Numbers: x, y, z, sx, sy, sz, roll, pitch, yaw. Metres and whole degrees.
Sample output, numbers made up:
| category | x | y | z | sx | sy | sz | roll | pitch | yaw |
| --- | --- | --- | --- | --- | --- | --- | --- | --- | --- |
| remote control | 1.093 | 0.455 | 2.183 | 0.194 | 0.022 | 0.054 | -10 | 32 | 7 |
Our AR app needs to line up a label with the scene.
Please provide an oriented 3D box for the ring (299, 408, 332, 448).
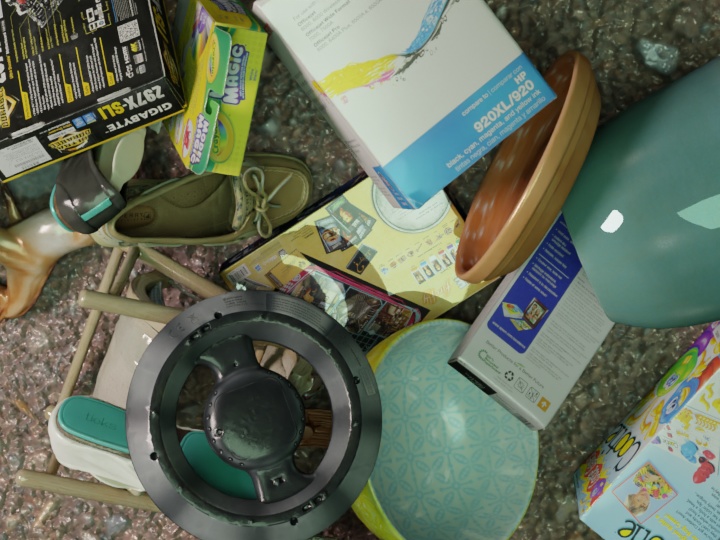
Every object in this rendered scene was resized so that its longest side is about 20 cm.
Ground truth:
| category | x | y | z | sx | sy | sz | roll | pitch | yaw |
| --- | --- | --- | --- | --- | --- | --- | --- | --- | --- |
| ring | -0.041 | 0.218 | 1.817 | 0.199 | 0.019 | 0.202 | 1 | 105 | 3 |

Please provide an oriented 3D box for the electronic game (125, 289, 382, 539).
| category | x | y | z | sx | sy | sz | roll | pitch | yaw |
| --- | --- | --- | --- | --- | --- | --- | --- | --- | --- |
| electronic game | -0.082 | 0.115 | 1.600 | 0.198 | 0.042 | 0.202 | 1 | 82 | -7 |

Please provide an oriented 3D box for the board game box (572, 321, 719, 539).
| category | x | y | z | sx | sy | sz | roll | pitch | yaw |
| --- | --- | --- | --- | --- | --- | --- | --- | --- | --- |
| board game box | 0.282 | 0.149 | 1.741 | 0.105 | 0.103 | 0.200 | 39 | 103 | -9 |

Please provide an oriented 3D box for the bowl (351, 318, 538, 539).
| category | x | y | z | sx | sy | sz | roll | pitch | yaw |
| --- | --- | --- | --- | --- | --- | --- | --- | --- | --- |
| bowl | 0.043 | 0.146 | 1.736 | 0.107 | 0.200 | 0.201 | -11 | 110 | 49 |

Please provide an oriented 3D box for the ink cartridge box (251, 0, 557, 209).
| category | x | y | z | sx | sy | sz | roll | pitch | yaw |
| --- | --- | --- | --- | --- | --- | --- | --- | --- | --- |
| ink cartridge box | 0.028 | -0.169 | 1.622 | 0.144 | 0.147 | 0.200 | -38 | 96 | -2 |

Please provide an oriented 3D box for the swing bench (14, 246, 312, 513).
| category | x | y | z | sx | sy | sz | roll | pitch | yaw |
| --- | --- | --- | --- | --- | --- | --- | --- | --- | --- |
| swing bench | -0.154 | 0.105 | 1.719 | 0.199 | 0.130 | 0.200 | 21 | 116 | -4 |

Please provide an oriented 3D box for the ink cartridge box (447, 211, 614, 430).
| category | x | y | z | sx | sy | sz | roll | pitch | yaw |
| --- | --- | --- | --- | --- | --- | --- | --- | --- | --- |
| ink cartridge box | 0.165 | 0.025 | 1.722 | 0.095 | 0.037 | 0.200 | 38 | 75 | -8 |

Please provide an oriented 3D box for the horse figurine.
| category | x | y | z | sx | sy | sz | roll | pitch | yaw |
| --- | --- | --- | --- | --- | --- | --- | --- | --- | --- |
| horse figurine | -0.259 | -0.053 | 1.736 | 0.199 | 0.050 | 0.133 | -29 | 95 | 13 |

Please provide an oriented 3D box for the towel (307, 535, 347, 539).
| category | x | y | z | sx | sy | sz | roll | pitch | yaw |
| --- | --- | --- | --- | --- | --- | --- | --- | --- | --- |
| towel | -0.043 | 0.262 | 1.725 | 0.199 | 0.192 | 0.035 | -23 | 61 | 35 |

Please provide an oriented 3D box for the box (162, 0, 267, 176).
| category | x | y | z | sx | sy | sz | roll | pitch | yaw |
| --- | --- | --- | --- | --- | --- | --- | --- | --- | --- |
| box | -0.116 | -0.150 | 1.623 | 0.048 | 0.200 | 0.118 | 9 | 107 | -14 |

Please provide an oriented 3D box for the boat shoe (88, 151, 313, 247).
| category | x | y | z | sx | sy | sz | roll | pitch | yaw |
| --- | --- | --- | --- | --- | --- | --- | --- | --- | --- |
| boat shoe | -0.123 | -0.050 | 1.690 | 0.199 | 0.063 | 0.074 | -14 | 105 | -24 |

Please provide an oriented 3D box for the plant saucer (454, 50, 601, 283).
| category | x | y | z | sx | sy | sz | roll | pitch | yaw |
| --- | --- | --- | --- | --- | --- | --- | --- | --- | --- |
| plant saucer | 0.136 | -0.077 | 1.635 | 0.037 | 0.200 | 0.201 | 27 | 105 | -8 |

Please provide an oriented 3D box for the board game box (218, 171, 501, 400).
| category | x | y | z | sx | sy | sz | roll | pitch | yaw |
| --- | --- | --- | --- | --- | --- | --- | --- | --- | --- |
| board game box | 0.000 | 0.000 | 1.747 | 0.199 | 0.035 | 0.136 | -32 | 102 | 10 |

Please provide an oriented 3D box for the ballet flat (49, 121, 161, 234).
| category | x | y | z | sx | sy | sz | roll | pitch | yaw |
| --- | --- | --- | --- | --- | --- | --- | --- | --- | --- |
| ballet flat | -0.192 | -0.110 | 1.646 | 0.068 | 0.201 | 0.068 | -23 | 133 | 29 |

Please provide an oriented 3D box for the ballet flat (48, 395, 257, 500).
| category | x | y | z | sx | sy | sz | roll | pitch | yaw |
| --- | --- | --- | --- | --- | --- | --- | --- | --- | --- |
| ballet flat | -0.153 | 0.157 | 1.644 | 0.199 | 0.069 | 0.070 | 20 | 105 | 1 |

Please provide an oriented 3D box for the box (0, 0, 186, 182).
| category | x | y | z | sx | sy | sz | roll | pitch | yaw |
| --- | --- | --- | --- | --- | --- | --- | --- | --- | --- |
| box | -0.231 | -0.185 | 1.632 | 0.159 | 0.201 | 0.049 | -22 | 145 | 9 |

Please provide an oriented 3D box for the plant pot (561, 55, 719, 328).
| category | x | y | z | sx | sy | sz | roll | pitch | yaw |
| --- | --- | --- | --- | --- | --- | --- | --- | --- | --- |
| plant pot | 0.248 | -0.046 | 1.642 | 0.160 | 0.201 | 0.202 | -21 | 104 | 11 |
